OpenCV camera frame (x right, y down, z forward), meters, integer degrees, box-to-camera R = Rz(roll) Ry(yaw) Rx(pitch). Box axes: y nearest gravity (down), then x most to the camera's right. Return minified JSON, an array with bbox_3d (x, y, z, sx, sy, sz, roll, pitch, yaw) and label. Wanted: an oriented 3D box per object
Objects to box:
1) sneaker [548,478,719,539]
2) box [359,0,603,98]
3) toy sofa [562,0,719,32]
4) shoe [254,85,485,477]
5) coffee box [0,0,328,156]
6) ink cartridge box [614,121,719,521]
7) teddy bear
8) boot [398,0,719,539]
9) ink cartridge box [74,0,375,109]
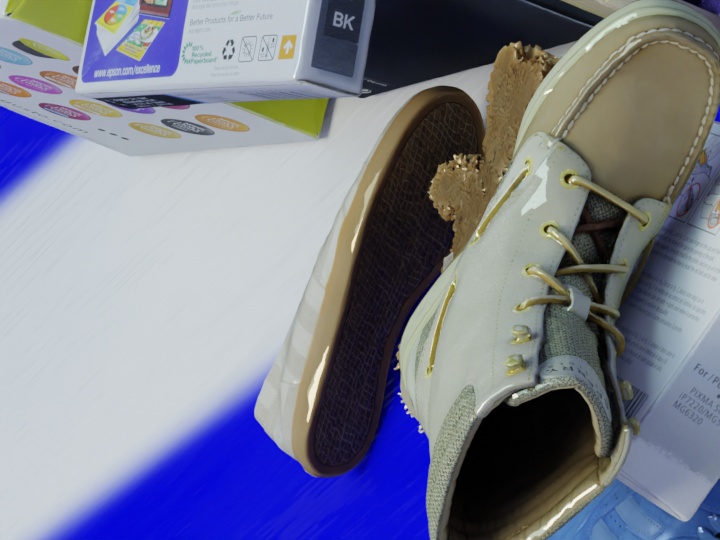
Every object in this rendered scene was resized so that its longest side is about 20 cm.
[{"bbox_3d":[0.138,0.116,1.188,0.200,0.077,0.111,-20,53,54],"label":"sneaker"},{"bbox_3d":[0.028,-0.204,1.458,0.198,0.123,0.200,-10,68,54],"label":"box"},{"bbox_3d":[0.157,-0.200,1.309,0.098,0.083,0.200,13,85,57],"label":"toy sofa"},{"bbox_3d":[0.000,0.000,1.448,0.053,0.070,0.200,31,103,47],"label":"shoe"},{"bbox_3d":[-0.129,-0.188,1.606,0.198,0.200,0.200,0,73,55],"label":"coffee box"},{"bbox_3d":[0.132,-0.003,1.200,0.176,0.045,0.200,-56,16,1],"label":"ink cartridge box"},{"bbox_3d":[0.075,0.000,1.361,0.145,0.067,0.200,13,91,65],"label":"teddy bear"},{"bbox_3d":[0.081,0.006,1.125,0.200,0.072,0.155,-57,14,21],"label":"boot"},{"bbox_3d":[-0.054,-0.178,1.416,0.198,0.043,0.200,2,82,55],"label":"ink cartridge box"}]
